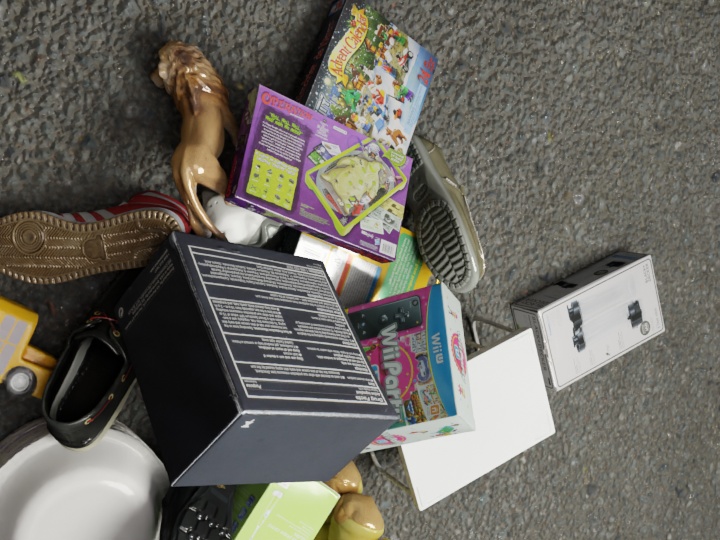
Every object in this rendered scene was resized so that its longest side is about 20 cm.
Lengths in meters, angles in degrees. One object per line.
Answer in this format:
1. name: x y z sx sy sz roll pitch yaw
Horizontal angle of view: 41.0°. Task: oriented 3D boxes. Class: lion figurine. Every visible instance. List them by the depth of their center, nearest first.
1. lion figurine: -0.158 -0.128 0.949 0.072 0.201 0.123 -18 141 6

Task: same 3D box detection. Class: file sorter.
1. file sorter: 0.104 0.159 1.143 0.199 0.124 0.140 -24 109 -23

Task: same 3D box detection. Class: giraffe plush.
1. giraffe plush: -0.055 0.329 1.085 0.161 0.173 0.201 -21 142 -14

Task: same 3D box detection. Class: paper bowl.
1. paper bowl: -0.283 0.250 0.959 0.199 0.104 0.203 -5 100 -29

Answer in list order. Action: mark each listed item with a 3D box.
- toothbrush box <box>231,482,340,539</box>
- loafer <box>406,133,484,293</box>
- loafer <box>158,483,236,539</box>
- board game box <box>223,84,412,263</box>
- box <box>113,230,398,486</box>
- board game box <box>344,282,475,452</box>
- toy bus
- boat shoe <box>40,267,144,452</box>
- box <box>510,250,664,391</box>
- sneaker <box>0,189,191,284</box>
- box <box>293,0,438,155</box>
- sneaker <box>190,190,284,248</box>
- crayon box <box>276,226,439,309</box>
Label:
1. toothbrush box: -0.134 0.282 1.020 0.086 0.145 0.201 39 78 -27
2. loafer: 0.100 -0.071 1.101 0.069 0.075 0.202 -5 67 -39
3. loafer: -0.164 0.240 0.954 0.070 0.201 0.068 -34 116 27
4. board game box: -0.037 -0.094 0.979 0.199 0.032 0.121 22 75 -32
5. box: -0.101 0.089 0.912 0.199 0.199 0.123 11 131 -45
6. board game box: 0.013 0.111 1.018 0.064 0.198 0.149 44 36 -55
7. toy bus: -0.376 0.051 0.901 0.199 0.065 0.079 28 82 -28
8. boat shoe: -0.244 0.074 0.937 0.073 0.063 0.203 17 61 8
9. box: 0.303 0.063 1.273 0.199 0.060 0.118 -25 108 -24
10. sneaker: -0.264 -0.035 0.957 0.198 0.113 0.072 -3 103 3
11. box: -0.001 -0.183 1.058 0.136 0.038 0.202 30 68 -29
12. sneaker: -0.149 -0.035 1.016 0.088 0.074 0.200 42 83 -4
13. crayon box: 0.000 0.000 1.105 0.199 0.051 0.127 23 86 -28
